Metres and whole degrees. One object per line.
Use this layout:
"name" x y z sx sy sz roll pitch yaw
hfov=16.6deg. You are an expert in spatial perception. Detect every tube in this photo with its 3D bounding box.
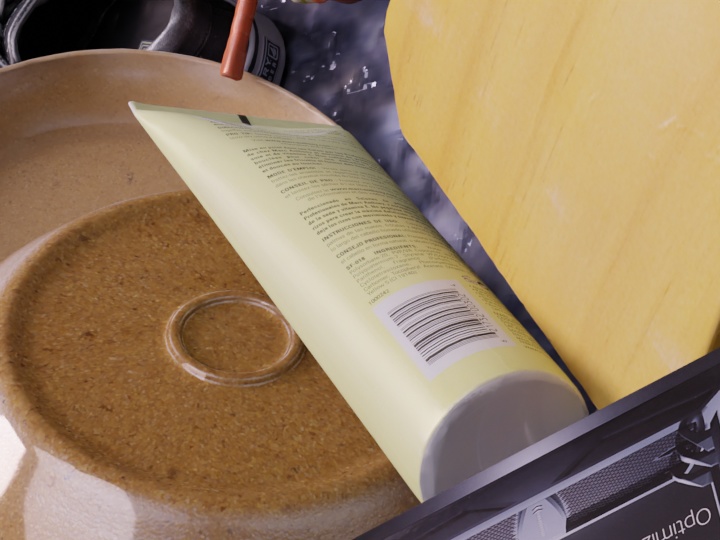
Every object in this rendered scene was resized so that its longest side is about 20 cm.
"tube" 0.000 0.000 0.713 0.052 0.058 0.200 -37 40 -1

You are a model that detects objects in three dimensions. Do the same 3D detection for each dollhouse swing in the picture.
"dollhouse swing" 0.116 -0.088 0.637 0.181 0.177 0.200 -21 49 -17

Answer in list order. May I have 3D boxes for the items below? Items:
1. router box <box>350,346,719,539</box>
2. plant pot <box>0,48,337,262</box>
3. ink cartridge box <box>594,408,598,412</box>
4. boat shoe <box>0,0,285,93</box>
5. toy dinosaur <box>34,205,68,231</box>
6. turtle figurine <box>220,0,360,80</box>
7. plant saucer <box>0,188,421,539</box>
"router box" 0.060 0.108 0.548 0.199 0.052 0.158 -29 39 20
"plant pot" -0.080 0.010 0.817 0.198 0.028 0.201 2 54 -2
"ink cartridge box" 0.133 0.058 0.634 0.136 0.076 0.201 37 98 44
"boat shoe" -0.119 -0.088 0.948 0.199 0.068 0.074 15 80 46
"toy dinosaur" -0.127 0.010 0.912 0.199 0.077 0.103 21 122 35
"turtle figurine" 0.034 -0.136 0.814 0.200 0.064 0.161 -50 11 -6
"plant saucer" -0.038 0.032 0.736 0.201 0.199 0.036 -125 31 -43
